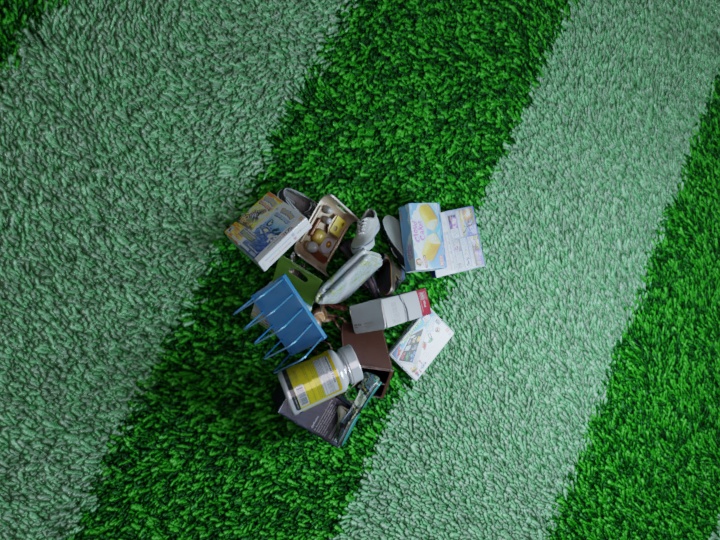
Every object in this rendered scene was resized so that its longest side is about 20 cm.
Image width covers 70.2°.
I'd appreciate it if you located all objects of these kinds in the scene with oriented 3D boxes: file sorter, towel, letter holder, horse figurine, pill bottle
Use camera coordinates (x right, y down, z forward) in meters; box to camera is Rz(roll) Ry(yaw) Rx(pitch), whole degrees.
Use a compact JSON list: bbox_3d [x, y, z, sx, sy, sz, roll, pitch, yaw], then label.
[{"bbox_3d":[-0.214,0.145,1.331,0.202,0.138,0.123,56,33,-8],"label":"file sorter"},{"bbox_3d":[-0.031,0.019,1.441,0.200,0.171,0.048,-44,75,9],"label":"towel"},{"bbox_3d":[0.001,0.252,1.472,0.140,0.201,0.102,12,116,-14],"label":"letter holder"},{"bbox_3d":[-0.120,0.169,1.528,0.132,0.050,0.202,35,79,-12],"label":"horse figurine"},{"bbox_3d":[-0.099,0.270,1.289,0.197,0.114,0.116,-22,93,-13],"label":"pill bottle"}]

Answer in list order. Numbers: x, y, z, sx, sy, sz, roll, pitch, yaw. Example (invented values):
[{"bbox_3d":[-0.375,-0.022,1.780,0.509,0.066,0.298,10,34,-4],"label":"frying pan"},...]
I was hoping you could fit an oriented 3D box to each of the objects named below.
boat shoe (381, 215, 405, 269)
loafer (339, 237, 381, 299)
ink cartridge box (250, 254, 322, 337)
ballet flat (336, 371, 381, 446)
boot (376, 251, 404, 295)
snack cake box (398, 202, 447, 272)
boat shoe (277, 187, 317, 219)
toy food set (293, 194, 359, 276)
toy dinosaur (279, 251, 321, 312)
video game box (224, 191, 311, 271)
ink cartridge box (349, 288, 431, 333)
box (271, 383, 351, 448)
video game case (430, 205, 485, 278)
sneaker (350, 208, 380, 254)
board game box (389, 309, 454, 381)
[{"bbox_3d":[0.120,-0.077,1.604,0.075,0.060,0.202,-34,95,-34],"label":"boat shoe"},{"bbox_3d":[0.000,0.000,1.561,0.062,0.072,0.203,-25,80,1],"label":"loafer"},{"bbox_3d":[-0.208,0.080,1.415,0.146,0.202,0.076,31,36,10],"label":"ink cartridge box"},{"bbox_3d":[-0.021,0.356,1.343,0.074,0.074,0.202,36,78,-11],"label":"ballet flat"},{"bbox_3d":[0.102,0.023,1.537,0.096,0.201,0.075,30,116,-22],"label":"boot"},{"bbox_3d":[0.189,-0.100,1.563,0.113,0.067,0.204,-4,85,-26],"label":"snack cake box"},{"bbox_3d":[-0.158,-0.177,1.521,0.198,0.071,0.073,28,79,-16],"label":"boat shoe"},{"bbox_3d":[-0.094,-0.101,1.506,0.143,0.060,0.202,36,81,-42],"label":"toy food set"},{"bbox_3d":[-0.180,0.043,1.482,0.076,0.102,0.203,-16,103,20],"label":"toy dinosaur"},{"bbox_3d":[-0.262,-0.115,1.437,0.182,0.199,0.047,-43,141,-15],"label":"video game box"},{"bbox_3d":[0.087,0.117,1.503,0.198,0.146,0.084,-11,86,-44],"label":"ink cartridge box"},{"bbox_3d":[-0.132,0.375,1.440,0.199,0.196,0.119,34,80,-11],"label":"box"},{"bbox_3d":[0.298,-0.093,1.663,0.178,0.045,0.204,-12,91,-15],"label":"video game case"},{"bbox_3d":[0.008,-0.117,1.519,0.072,0.201,0.072,-11,118,20],"label":"sneaker"},{"bbox_3d":[0.191,0.230,1.623,0.126,0.035,0.200,45,77,-11],"label":"board game box"}]
